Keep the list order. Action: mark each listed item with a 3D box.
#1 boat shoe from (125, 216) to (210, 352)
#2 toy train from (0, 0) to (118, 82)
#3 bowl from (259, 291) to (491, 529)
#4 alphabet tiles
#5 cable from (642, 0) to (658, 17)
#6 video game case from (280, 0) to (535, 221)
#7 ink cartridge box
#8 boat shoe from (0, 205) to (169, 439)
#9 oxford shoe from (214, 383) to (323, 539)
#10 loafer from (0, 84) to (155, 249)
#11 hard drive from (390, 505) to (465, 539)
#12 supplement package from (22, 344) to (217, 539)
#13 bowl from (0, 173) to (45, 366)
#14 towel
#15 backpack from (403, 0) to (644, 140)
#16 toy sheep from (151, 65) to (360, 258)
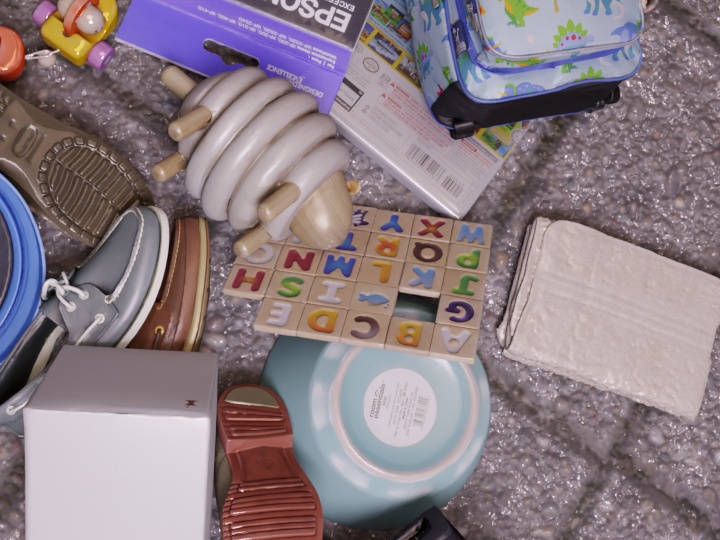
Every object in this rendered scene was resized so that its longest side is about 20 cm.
[{"bbox_3d":[-0.158,0.052,0.781,0.067,0.072,0.202,11,81,-12],"label":"boat shoe"},{"bbox_3d":[-0.267,-0.235,0.811,0.149,0.056,0.202,10,79,-9],"label":"toy train"},{"bbox_3d":[0.024,0.105,0.797,0.199,0.105,0.203,2,80,-13],"label":"bowl"},{"bbox_3d":[0.000,0.000,0.799,0.198,0.008,0.168,9,40,6],"label":"alphabet tiles"},{"bbox_3d":[0.239,-0.315,0.941,0.096,0.050,0.202,6,81,-6],"label":"cable"},{"bbox_3d":[0.059,-0.171,0.893,0.200,0.023,0.182,38,75,-3],"label":"video game case"},{"bbox_3d":[-0.082,-0.251,0.851,0.197,0.043,0.201,21,78,0],"label":"ink cartridge box"},{"bbox_3d":[-0.211,0.035,0.748,0.062,0.073,0.201,29,93,-43],"label":"boat shoe"},{"bbox_3d":[-0.071,0.176,0.731,0.070,0.074,0.201,4,38,-14],"label":"oxford shoe"},{"bbox_3d":[-0.246,-0.085,0.789,0.200,0.067,0.076,41,78,-20],"label":"loafer"},{"bbox_3d":[0.025,0.275,0.681,0.200,0.042,0.135,-42,92,-15],"label":"hard drive"},{"bbox_3d":[-0.161,0.166,0.697,0.116,0.117,0.202,4,105,-5],"label":"supplement package"},{"bbox_3d":[-0.329,0.002,0.719,0.199,0.039,0.202,-13,115,-31],"label":"bowl"},{"bbox_3d":[0.224,0.041,0.889,0.199,0.034,0.133,21,78,-10],"label":"towel"},{"bbox_3d":[0.132,-0.235,0.833,0.182,0.147,0.202,-12,80,-16],"label":"backpack"},{"bbox_3d":[-0.084,-0.092,0.793,0.200,0.138,0.138,45,75,3],"label":"toy sheep"}]
